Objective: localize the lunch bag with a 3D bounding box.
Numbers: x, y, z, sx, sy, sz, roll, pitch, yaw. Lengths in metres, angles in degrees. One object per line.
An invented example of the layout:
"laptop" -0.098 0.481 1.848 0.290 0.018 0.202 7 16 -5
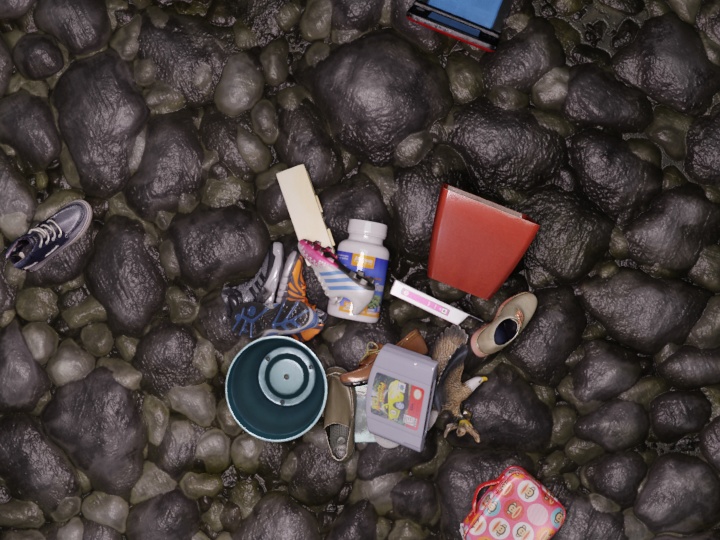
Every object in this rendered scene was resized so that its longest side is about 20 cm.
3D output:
"lunch bag" 0.305 0.513 1.667 0.176 0.082 0.201 40 91 2

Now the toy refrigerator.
"toy refrigerator" -0.109 -0.115 1.689 0.069 0.076 0.203 -19 88 1

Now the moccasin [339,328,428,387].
"moccasin" 0.044 0.180 1.666 0.199 0.074 0.079 -25 83 -13

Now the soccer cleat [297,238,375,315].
"soccer cleat" -0.060 0.013 1.595 0.199 0.070 0.087 35 107 26

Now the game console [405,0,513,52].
"game console" 0.211 -0.553 1.670 0.197 0.173 0.120 21 116 2

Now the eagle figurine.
"eagle figurine" 0.188 0.230 1.648 0.150 0.151 0.203 -32 108 -37

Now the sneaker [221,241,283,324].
"sneaker" -0.229 0.030 1.689 0.112 0.075 0.203 14 92 -1

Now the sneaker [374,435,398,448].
"sneaker" 0.097 0.275 1.664 0.075 0.105 0.201 32 120 5

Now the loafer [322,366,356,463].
"loafer" -0.042 0.301 1.664 0.074 0.070 0.204 -7 89 2

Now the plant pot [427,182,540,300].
"plant pot" 0.228 -0.054 1.631 0.197 0.200 0.179 20 101 2

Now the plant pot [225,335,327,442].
"plant pot" -0.157 0.226 1.629 0.196 0.188 0.204 0 90 2

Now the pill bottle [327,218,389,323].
"pill bottle" 0.000 0.000 1.667 0.110 0.112 0.203 10 90 2

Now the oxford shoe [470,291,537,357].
"oxford shoe" 0.311 0.108 1.642 0.200 0.074 0.071 -41 99 -32

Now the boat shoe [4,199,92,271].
"boat shoe" -0.654 -0.073 1.693 0.075 0.093 0.200 45 91 1

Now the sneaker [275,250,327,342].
"sneaker" -0.119 0.059 1.679 0.110 0.078 0.203 12 116 -5

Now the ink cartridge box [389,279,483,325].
"ink cartridge box" 0.154 0.073 1.670 0.197 0.095 0.038 23 90 1

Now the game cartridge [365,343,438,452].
"game cartridge" 0.076 0.249 1.582 0.132 0.041 0.203 18 115 25

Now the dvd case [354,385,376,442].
"dvd case" 0.031 0.290 1.708 0.196 0.022 0.149 0 89 1

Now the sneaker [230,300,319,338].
"sneaker" -0.173 0.103 1.617 0.197 0.077 0.077 -1 77 28
